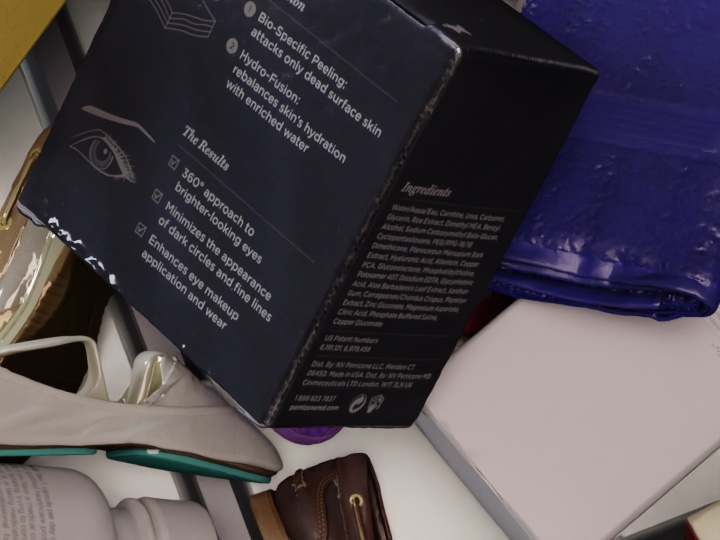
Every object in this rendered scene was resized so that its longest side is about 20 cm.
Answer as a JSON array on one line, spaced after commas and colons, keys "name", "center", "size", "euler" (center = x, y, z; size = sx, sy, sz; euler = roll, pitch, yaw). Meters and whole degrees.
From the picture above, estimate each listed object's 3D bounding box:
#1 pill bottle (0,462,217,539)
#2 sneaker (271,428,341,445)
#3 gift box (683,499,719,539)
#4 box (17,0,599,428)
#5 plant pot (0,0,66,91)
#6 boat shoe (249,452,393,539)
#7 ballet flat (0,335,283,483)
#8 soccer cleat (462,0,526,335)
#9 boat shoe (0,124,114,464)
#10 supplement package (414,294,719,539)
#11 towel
[{"name": "pill bottle", "center": [-0.176, 0.151, 1.407], "size": [0.199, 0.114, 0.115], "euler": [6, 83, -24]}, {"name": "sneaker", "center": [0.000, 0.000, 1.438], "size": [0.080, 0.088, 0.201], "euler": [12, 106, -29]}, {"name": "gift box", "center": [0.281, 0.171, 1.404], "size": [0.186, 0.185, 0.201], "euler": [-29, 79, -2]}, {"name": "box", "center": [-0.028, -0.060, 1.342], "size": [0.197, 0.117, 0.201], "euler": [40, 112, 34]}, {"name": "plant pot", "center": [-0.238, -0.165, 1.420], "size": [0.176, 0.200, 0.200], "euler": [39, 69, -15]}, {"name": "boat shoe", "center": [0.011, 0.191, 1.450], "size": [0.070, 0.070, 0.201], "euler": [-22, 84, 1]}, {"name": "ballet flat", "center": [-0.124, 0.067, 1.430], "size": [0.199, 0.069, 0.070], "euler": [8, 83, -30]}, {"name": "soccer cleat", "center": [0.069, -0.066, 1.489], "size": [0.086, 0.070, 0.201], "euler": [22, 81, 18]}, {"name": "boat shoe", "center": [-0.173, 0.018, 1.472], "size": [0.066, 0.074, 0.201], "euler": [27, 86, 32]}, {"name": "supplement package", "center": [0.135, 0.047, 1.443], "size": [0.200, 0.120, 0.121], "euler": [-39, 85, -5]}, {"name": "towel", "center": [0.132, -0.071, 1.393], "size": [0.147, 0.050, 0.201], "euler": [12, 65, 22]}]
